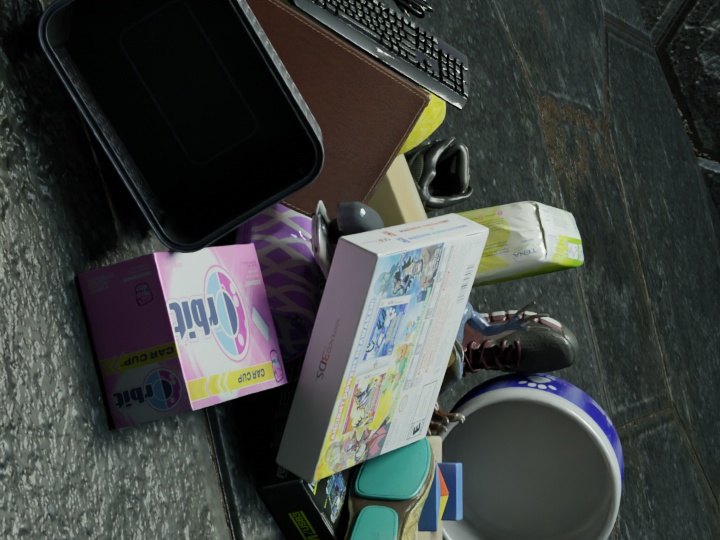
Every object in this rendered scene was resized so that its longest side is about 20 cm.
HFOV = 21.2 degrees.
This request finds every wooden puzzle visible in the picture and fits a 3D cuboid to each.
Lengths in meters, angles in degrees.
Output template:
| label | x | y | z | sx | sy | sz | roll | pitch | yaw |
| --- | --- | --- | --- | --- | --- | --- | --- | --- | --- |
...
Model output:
| label | x | y | z | sx | sy | sz | roll | pitch | yaw |
| --- | --- | --- | --- | --- | --- | --- | --- | --- | --- |
| wooden puzzle | 0.067 | 0.247 | 1.783 | 0.200 | 0.046 | 0.187 | 26 | 63 | -79 |

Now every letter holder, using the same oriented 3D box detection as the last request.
| label | x | y | z | sx | sy | sz | roll | pitch | yaw |
| --- | --- | --- | --- | --- | --- | --- | --- | --- | --- |
| letter holder | -0.067 | -0.140 | 1.596 | 0.199 | 0.143 | 0.101 | 30 | 4 | -14 |

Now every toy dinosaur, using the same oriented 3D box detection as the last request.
| label | x | y | z | sx | sy | sz | roll | pitch | yaw |
| --- | --- | --- | --- | --- | --- | --- | --- | --- | --- |
| toy dinosaur | 0.064 | 0.055 | 1.764 | 0.105 | 0.199 | 0.183 | -10 | 101 | -53 |

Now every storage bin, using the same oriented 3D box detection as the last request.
| label | x | y | z | sx | sy | sz | roll | pitch | yaw |
| --- | --- | --- | --- | --- | --- | --- | --- | --- | --- |
| storage bin | -0.125 | -0.130 | 1.380 | 0.201 | 0.135 | 0.094 | 59 | 4 | -11 |

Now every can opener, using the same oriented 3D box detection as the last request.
| label | x | y | z | sx | sy | sz | roll | pitch | yaw |
| --- | --- | --- | --- | --- | --- | --- | --- | --- | --- |
| can opener | 0.003 | 0.013 | 1.597 | 0.200 | 0.066 | 0.054 | 64 | 23 | -52 |

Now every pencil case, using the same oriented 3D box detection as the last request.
| label | x | y | z | sx | sy | sz | roll | pitch | yaw |
| --- | --- | --- | --- | --- | --- | --- | --- | --- | --- |
| pencil case | -0.077 | -0.017 | 1.614 | 0.085 | 0.084 | 0.201 | 26 | 45 | -30 |
| pencil case | -0.148 | -0.132 | 1.469 | 0.083 | 0.086 | 0.201 | -70 | 142 | -75 |

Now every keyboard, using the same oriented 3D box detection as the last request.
| label | x | y | z | sx | sy | sz | roll | pitch | yaw |
| --- | --- | --- | --- | --- | --- | --- | --- | --- | --- |
| keyboard | 0.015 | -0.220 | 1.635 | 0.199 | 0.021 | 0.128 | 29 | 35 | -30 |

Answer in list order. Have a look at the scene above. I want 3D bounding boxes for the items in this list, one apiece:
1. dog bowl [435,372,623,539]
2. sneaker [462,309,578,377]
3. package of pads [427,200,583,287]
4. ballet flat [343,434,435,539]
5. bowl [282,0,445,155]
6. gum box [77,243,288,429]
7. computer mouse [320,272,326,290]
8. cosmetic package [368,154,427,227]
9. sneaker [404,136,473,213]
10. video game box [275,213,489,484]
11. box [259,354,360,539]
| label | x | y | z | sx | sy | sz | roll | pitch | yaw |
| --- | --- | --- | --- | --- | --- | --- | --- | --- | --- |
| dog bowl | 0.167 | 0.208 | 1.955 | 0.079 | 0.199 | 0.201 | -52 | 126 | -70 |
| sneaker | 0.110 | 0.095 | 1.914 | 0.116 | 0.199 | 0.076 | -64 | 155 | -48 |
| package of pads | 0.112 | -0.020 | 1.960 | 0.154 | 0.199 | 0.069 | 7 | 72 | -70 |
| ballet flat | 0.019 | 0.214 | 1.625 | 0.200 | 0.070 | 0.071 | -70 | 141 | -56 |
| bowl | -0.034 | -0.157 | 1.735 | 0.108 | 0.199 | 0.200 | -52 | 137 | -19 |
| gum box | -0.126 | 0.045 | 1.437 | 0.200 | 0.066 | 0.114 | -9 | 84 | -71 |
| computer mouse | 0.000 | 0.000 | 1.705 | 0.200 | 0.109 | 0.044 | 46 | 53 | -80 |
| cosmetic package | 0.019 | -0.011 | 1.838 | 0.071 | 0.105 | 0.201 | -69 | 139 | -62 |
| sneaker | 0.073 | -0.108 | 2.050 | 0.200 | 0.113 | 0.077 | -59 | 134 | -67 |
| video game box | 0.019 | 0.060 | 1.576 | 0.182 | 0.047 | 0.201 | -15 | 126 | -59 |
| box | -0.019 | 0.177 | 1.688 | 0.201 | 0.047 | 0.194 | -81 | 148 | -47 |
